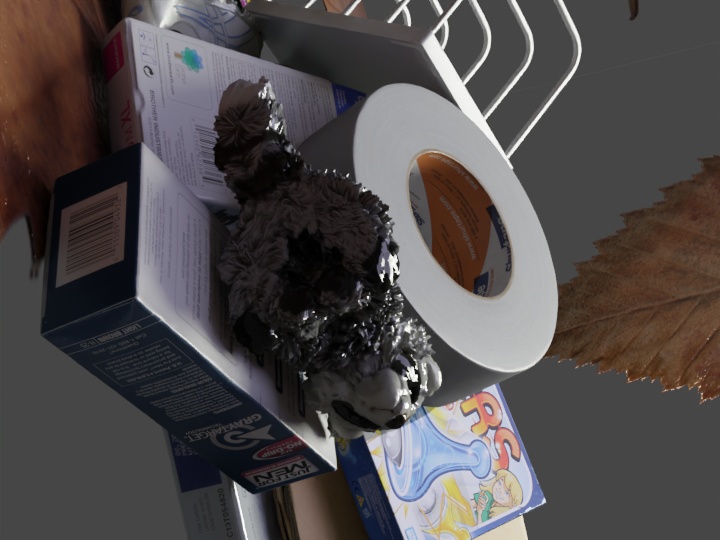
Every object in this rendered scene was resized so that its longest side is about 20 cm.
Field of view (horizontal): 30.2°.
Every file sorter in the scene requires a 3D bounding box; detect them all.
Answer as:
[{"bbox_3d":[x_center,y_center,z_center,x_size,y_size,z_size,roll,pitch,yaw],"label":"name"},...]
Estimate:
[{"bbox_3d":[0.041,-0.175,0.997,0.199,0.125,0.139,20,-24,45],"label":"file sorter"}]

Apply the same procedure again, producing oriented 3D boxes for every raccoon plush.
[{"bbox_3d":[-0.011,-0.004,0.743,0.134,0.096,0.201,58,21,-52],"label":"raccoon plush"}]

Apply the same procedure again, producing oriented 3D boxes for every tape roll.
[{"bbox_3d":[0.042,-0.017,0.859,0.200,0.066,0.202,32,44,-37],"label":"tape roll"}]

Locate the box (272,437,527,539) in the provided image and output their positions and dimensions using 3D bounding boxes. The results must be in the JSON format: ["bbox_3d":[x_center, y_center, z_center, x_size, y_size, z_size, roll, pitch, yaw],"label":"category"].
[{"bbox_3d":[0.027,0.146,0.900,0.199,0.021,0.165,-1,73,-40],"label":"box"}]

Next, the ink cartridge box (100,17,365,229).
[{"bbox_3d":[-0.071,-0.081,0.867,0.199,0.042,0.120,9,61,-39],"label":"ink cartridge box"}]

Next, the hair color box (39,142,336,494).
[{"bbox_3d":[-0.086,0.033,0.720,0.200,0.060,0.101,48,30,-47],"label":"hair color box"}]

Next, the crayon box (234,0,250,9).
[{"bbox_3d":[-0.140,-0.299,1.061,0.200,0.058,0.174,65,13,-60],"label":"crayon box"}]

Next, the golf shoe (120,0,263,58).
[{"bbox_3d":[-0.128,-0.164,0.954,0.200,0.078,0.098,51,47,-67],"label":"golf shoe"}]

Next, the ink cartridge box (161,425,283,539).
[{"bbox_3d":[-0.072,0.147,0.872,0.200,0.040,0.202,15,61,-79],"label":"ink cartridge box"}]

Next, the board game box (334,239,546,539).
[{"bbox_3d":[0.035,0.085,0.893,0.135,0.034,0.202,-15,79,-43],"label":"board game box"}]

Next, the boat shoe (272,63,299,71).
[{"bbox_3d":[-0.026,-0.070,1.033,0.066,0.071,0.201,-54,132,-22],"label":"boat shoe"}]
